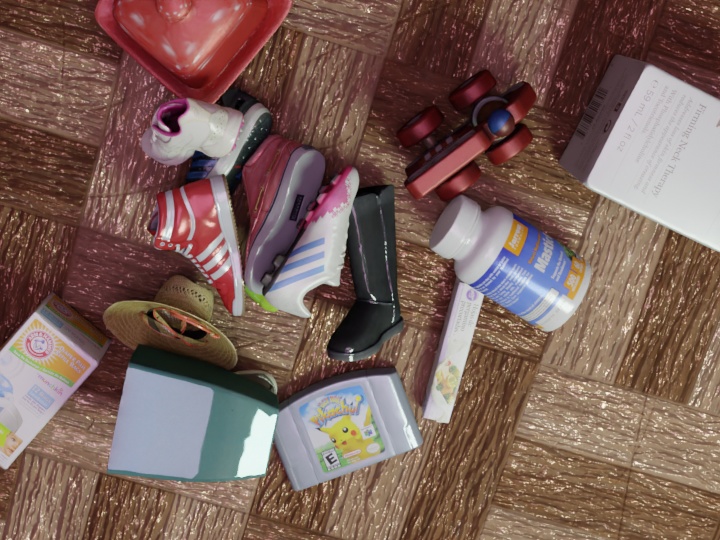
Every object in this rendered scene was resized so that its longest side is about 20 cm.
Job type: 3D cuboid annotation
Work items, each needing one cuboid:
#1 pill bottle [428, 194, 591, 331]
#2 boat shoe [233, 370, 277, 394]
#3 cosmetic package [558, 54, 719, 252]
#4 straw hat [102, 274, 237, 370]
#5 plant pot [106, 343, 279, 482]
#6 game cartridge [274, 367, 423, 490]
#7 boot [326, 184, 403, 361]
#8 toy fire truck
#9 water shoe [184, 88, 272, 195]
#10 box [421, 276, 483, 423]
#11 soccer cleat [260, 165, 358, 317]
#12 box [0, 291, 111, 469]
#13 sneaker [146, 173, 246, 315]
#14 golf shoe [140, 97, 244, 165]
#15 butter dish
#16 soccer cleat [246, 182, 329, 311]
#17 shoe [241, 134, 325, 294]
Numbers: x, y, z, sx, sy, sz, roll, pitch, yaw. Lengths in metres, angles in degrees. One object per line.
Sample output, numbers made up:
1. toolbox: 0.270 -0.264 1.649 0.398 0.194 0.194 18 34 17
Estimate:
1. pill bottle: 0.194 -0.014 1.536 0.199 0.112 0.113 31 101 -12
2. boat shoe: -0.215 0.181 1.604 0.200 0.060 0.073 -9 104 1
3. cosmetic package: 0.389 -0.153 1.486 0.199 0.166 0.169 24 102 -8
4. straw hat: -0.237 0.054 1.551 0.199 0.201 0.086 20 63 -6
5. plant pot: -0.210 0.194 1.509 0.198 0.141 0.143 12 95 -6
6. game cartridge: -0.026 0.215 1.631 0.198 0.040 0.134 -21 99 3
7. boot: 0.000 0.000 1.520 0.065 0.165 0.202 5 108 24
8. toy fire truck: 0.139 -0.166 1.475 0.199 0.168 0.113 -35 102 7
9. water shoe: -0.194 -0.146 1.535 0.079 0.071 0.201 41 102 18
10. box: 0.127 0.109 1.606 0.038 0.041 0.202 13 102 -5
11. soccer cleat: -0.045 -0.033 1.467 0.086 0.070 0.201 33 92 -8
12. box: -0.445 0.145 1.569 0.112 0.101 0.200 42 99 -11
13. sneaker: -0.210 -0.023 1.502 0.111 0.071 0.202 -12 120 -8
14. golf shoe: -0.229 -0.182 1.458 0.091 0.199 0.076 23 73 -37
15. butter dish: -0.217 -0.325 1.433 0.200 0.148 0.200 41 100 -4
16. soccer cleat: -0.091 -0.039 1.556 0.081 0.068 0.201 31 101 5
17. shoe: -0.117 -0.075 1.513 0.071 0.091 0.202 14 100 -45
